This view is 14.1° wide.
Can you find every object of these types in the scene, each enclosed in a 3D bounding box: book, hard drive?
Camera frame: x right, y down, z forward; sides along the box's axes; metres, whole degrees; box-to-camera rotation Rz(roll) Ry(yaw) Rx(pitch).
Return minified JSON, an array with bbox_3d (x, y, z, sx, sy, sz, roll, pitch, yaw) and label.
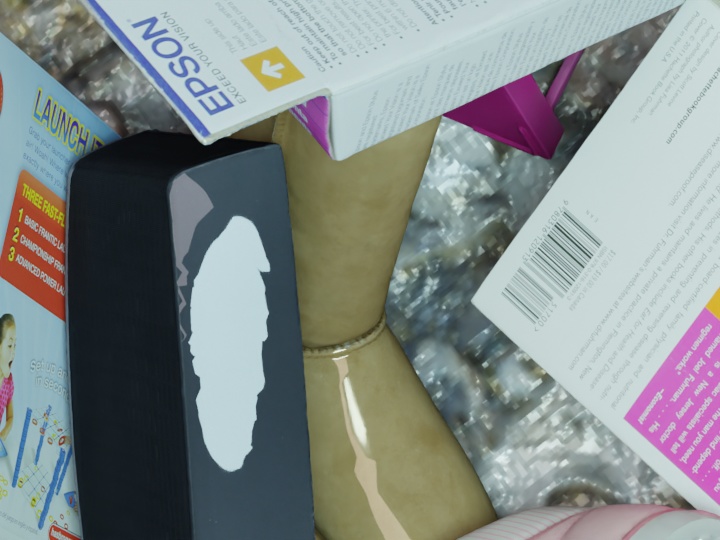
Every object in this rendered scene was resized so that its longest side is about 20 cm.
[{"bbox_3d":[0.144,0.025,0.909,0.200,0.048,0.134,43,115,17],"label":"book"},{"bbox_3d":[-0.057,0.057,0.955,0.042,0.135,0.201,-6,97,-24],"label":"hard drive"}]

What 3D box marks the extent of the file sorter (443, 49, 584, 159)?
[{"bbox_3d":[-0.007,-0.151,1.030,0.199,0.139,0.126,24,80,22],"label":"file sorter"}]

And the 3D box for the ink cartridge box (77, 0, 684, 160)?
[{"bbox_3d":[-0.028,-0.122,0.876,0.200,0.043,0.196,-25,60,-31],"label":"ink cartridge box"}]

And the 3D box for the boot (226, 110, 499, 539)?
[{"bbox_3d":[0.000,0.000,0.945,0.066,0.200,0.175,-27,62,-29],"label":"boot"}]

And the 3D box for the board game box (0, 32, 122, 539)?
[{"bbox_3d":[-0.140,0.031,0.981,0.056,0.200,0.197,6,74,20],"label":"board game box"}]

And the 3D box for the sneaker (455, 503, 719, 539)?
[{"bbox_3d":[0.038,0.155,0.915,0.200,0.075,0.104,-53,30,-19],"label":"sneaker"}]
